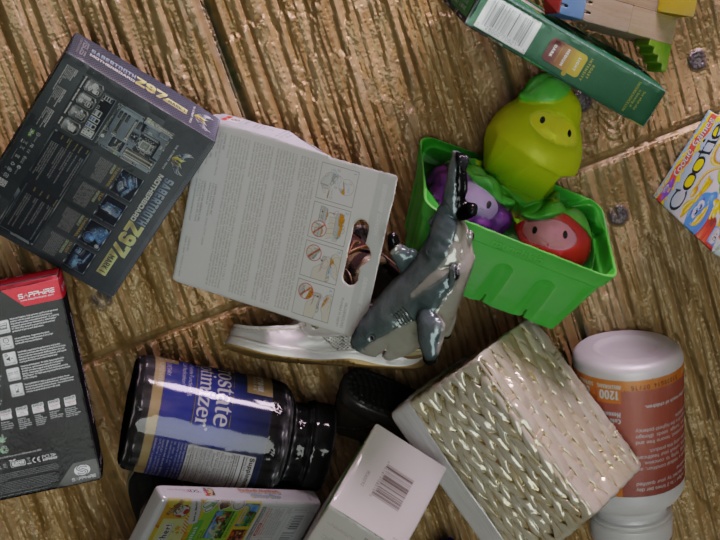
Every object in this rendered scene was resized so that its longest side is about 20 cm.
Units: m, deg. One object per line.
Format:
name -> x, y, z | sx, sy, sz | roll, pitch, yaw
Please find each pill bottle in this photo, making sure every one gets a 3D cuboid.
pill bottle -> 0.268, 0.171, 1.684 | 0.111, 0.112, 0.203 | -6, 107, -5
pill bottle -> -0.128, 0.154, 1.628 | 0.197, 0.112, 0.113 | 11, 105, -11

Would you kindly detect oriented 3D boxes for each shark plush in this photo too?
shark plush -> 0.055, -0.004, 1.492 | 0.082, 0.091, 0.202 | 21, 121, 8

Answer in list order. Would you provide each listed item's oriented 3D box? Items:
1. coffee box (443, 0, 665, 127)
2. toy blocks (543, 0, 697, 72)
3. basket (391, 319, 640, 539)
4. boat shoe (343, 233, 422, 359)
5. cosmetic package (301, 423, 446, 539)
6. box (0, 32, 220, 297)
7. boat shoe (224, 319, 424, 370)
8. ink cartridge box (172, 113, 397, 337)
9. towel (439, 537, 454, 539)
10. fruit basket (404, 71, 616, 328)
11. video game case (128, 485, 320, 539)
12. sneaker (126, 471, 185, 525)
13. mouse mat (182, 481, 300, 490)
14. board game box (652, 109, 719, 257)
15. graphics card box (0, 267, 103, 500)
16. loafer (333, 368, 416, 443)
coffee box -> 0.177, -0.207, 1.550 | 0.198, 0.123, 0.044 | 27, 104, -16
toy blocks -> 0.230, -0.294, 1.528 | 0.135, 0.100, 0.203 | 11, 93, -25
basket -> 0.152, 0.163, 1.607 | 0.201, 0.135, 0.123 | 52, 128, 6
boat shoe -> 0.000, 0.000, 1.591 | 0.200, 0.072, 0.072 | 42, 64, 3
cosmetic package -> -0.001, 0.249, 1.616 | 0.084, 0.108, 0.201 | 32, 142, 1
box -> -0.244, -0.093, 1.545 | 0.157, 0.051, 0.201 | 30, 117, -14
boat shoe -> -0.033, 0.057, 1.638 | 0.197, 0.071, 0.070 | 4, 86, -14
ink cartridge box -> -0.067, -0.044, 1.569 | 0.198, 0.050, 0.164 | 16, 106, 13
towel -> 0.062, 0.382, 1.760 | 0.200, 0.050, 0.148 | -41, 115, 5
fruit basket -> 0.152, -0.076, 1.585 | 0.212, 0.156, 0.218 | 0, 124, 0
video game case -> -0.153, 0.287, 1.608 | 0.180, 0.023, 0.201 | 7, 123, -38
sneaker -> -0.173, 0.291, 1.660 | 0.074, 0.106, 0.201 | -29, 108, 3
mouse mat -> -0.122, 0.266, 1.719 | 0.159, 0.008, 0.202 | -11, 109, -4
board game box -> 0.367, -0.063, 1.577 | 0.104, 0.200, 0.104 | 29, 102, -14
graphics card box -> -0.318, 0.107, 1.566 | 0.124, 0.051, 0.203 | -12, 102, -5
loafer -> 0.056, 0.163, 1.684 | 0.198, 0.073, 0.072 | 28, 127, -14
